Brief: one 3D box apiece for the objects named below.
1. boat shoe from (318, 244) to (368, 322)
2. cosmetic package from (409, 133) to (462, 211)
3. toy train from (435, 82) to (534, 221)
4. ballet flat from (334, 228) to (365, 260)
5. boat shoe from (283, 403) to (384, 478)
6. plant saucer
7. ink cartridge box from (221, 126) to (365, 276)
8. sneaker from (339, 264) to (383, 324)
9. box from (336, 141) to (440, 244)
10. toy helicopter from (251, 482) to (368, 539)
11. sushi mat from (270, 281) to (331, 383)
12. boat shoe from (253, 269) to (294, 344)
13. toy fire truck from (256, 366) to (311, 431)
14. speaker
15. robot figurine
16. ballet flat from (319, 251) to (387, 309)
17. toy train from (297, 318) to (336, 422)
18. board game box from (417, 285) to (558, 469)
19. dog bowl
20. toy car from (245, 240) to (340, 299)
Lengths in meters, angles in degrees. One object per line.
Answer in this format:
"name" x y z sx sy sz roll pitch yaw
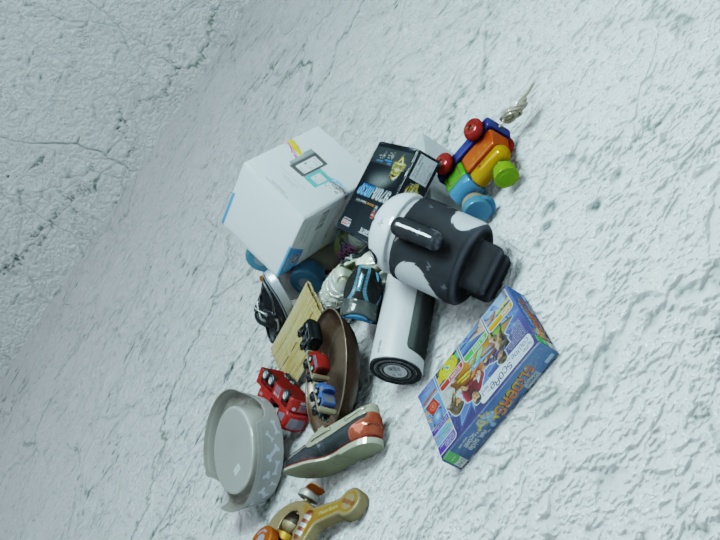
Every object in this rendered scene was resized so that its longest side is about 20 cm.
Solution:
"boat shoe" -0.012 0.012 1.812 0.202 0.060 0.076 -59 25 7
"cosmetic package" 0.100 -0.115 1.714 0.102 0.073 0.201 -46 30 29
"toy train" 0.202 -0.170 1.573 0.200 0.084 0.117 -48 38 26
"ballet flat" 0.025 -0.095 1.852 0.201 0.069 0.071 -53 29 8
"boat shoe" -0.041 0.257 1.593 0.199 0.071 0.063 -31 53 39
"plant saucer" -0.041 0.160 1.685 0.200 0.036 0.204 -174 90 -70
"ink cartridge box" -0.106 -0.121 1.844 0.199 0.146 0.147 -33 -20 -45
"sneaker" 0.014 0.039 1.646 0.200 0.072 0.083 58 -138 -85
"box" 0.041 -0.115 1.678 0.161 0.046 0.200 -63 19 2
"toy helicopter" -0.064 0.356 1.569 0.199 0.079 0.133 -30 29 33
"sushi mat" -0.104 0.115 1.835 0.096 0.012 0.201 61 142 27
"boat shoe" -0.155 0.069 1.893 0.067 0.201 0.072 -26 62 -9
"toy fire truck" -0.156 0.245 1.848 0.200 0.048 0.143 34 107 58
"speaker" 0.067 0.060 1.582 0.081 0.081 0.202 -31 37 48
"robot figurine" 0.104 -0.027 1.494 0.125 0.198 0.152 -44 -31 -39
"ballet flat" 0.000 0.000 1.733 0.198 0.072 0.072 -27 38 27
"toy train" -0.065 0.150 1.660 0.046 0.034 0.201 -55 32 32
"board game box" 0.158 0.135 1.382 0.201 0.034 0.136 -53 27 19
"dog bowl" -0.194 0.299 1.799 0.199 0.058 0.203 -11 77 56
"toy car" -0.142 -0.017 1.990 0.201 0.175 0.186 -55 12 44
